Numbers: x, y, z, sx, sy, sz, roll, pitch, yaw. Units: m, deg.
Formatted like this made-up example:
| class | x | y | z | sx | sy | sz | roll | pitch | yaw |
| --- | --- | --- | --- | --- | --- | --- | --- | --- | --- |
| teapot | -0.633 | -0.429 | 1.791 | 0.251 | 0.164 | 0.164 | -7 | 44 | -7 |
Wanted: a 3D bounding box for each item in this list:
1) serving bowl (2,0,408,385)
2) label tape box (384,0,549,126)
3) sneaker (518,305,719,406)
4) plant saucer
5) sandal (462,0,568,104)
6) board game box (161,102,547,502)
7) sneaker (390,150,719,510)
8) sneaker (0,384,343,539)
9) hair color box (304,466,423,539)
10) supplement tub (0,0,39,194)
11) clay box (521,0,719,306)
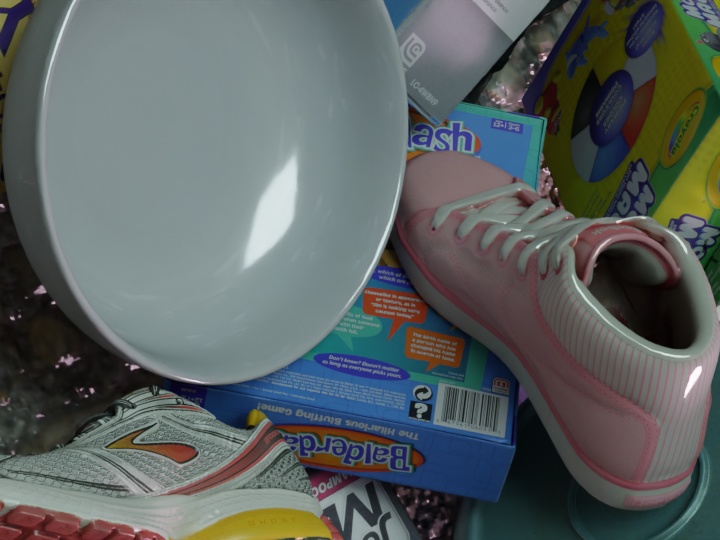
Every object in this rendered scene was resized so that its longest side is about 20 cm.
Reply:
| class | x | y | z | sx | sy | sz | roll | pitch | yaw |
| --- | --- | --- | --- | --- | --- | --- | --- | --- | --- |
| serving bowl | -0.072 | -0.056 | 1.027 | 0.200 | 0.066 | 0.201 | -8 | 101 | -45 |
| label tape box | 0.051 | -0.185 | 1.170 | 0.200 | 0.143 | 0.066 | -47 | 134 | 1 |
| sneaker | 0.103 | 0.062 | 1.209 | 0.200 | 0.073 | 0.115 | 13 | 65 | -14 |
| plant saucer | 0.121 | 0.097 | 1.065 | 0.027 | 0.200 | 0.200 | 52 | 48 | -39 |
| sandal | 0.060 | -0.137 | 1.274 | 0.075 | 0.048 | 0.200 | 47 | 54 | -6 |
| board game box | 0.000 | 0.000 | 1.127 | 0.152 | 0.045 | 0.200 | 11 | 49 | -2 |
| sneaker | 0.083 | -0.005 | 1.049 | 0.075 | 0.105 | 0.200 | -18 | 53 | -25 |
| sneaker | -0.100 | 0.090 | 0.987 | 0.200 | 0.078 | 0.082 | 8 | 50 | -46 |
| hair color box | -0.007 | 0.167 | 1.103 | 0.100 | 0.061 | 0.200 | -28 | 87 | -35 |
| supplement tub | -0.197 | -0.085 | 1.042 | 0.145 | 0.145 | 0.200 | 51 | 55 | -3 |
| clay box | 0.142 | -0.066 | 1.200 | 0.048 | 0.115 | 0.200 | 18 | 30 | -22 |
